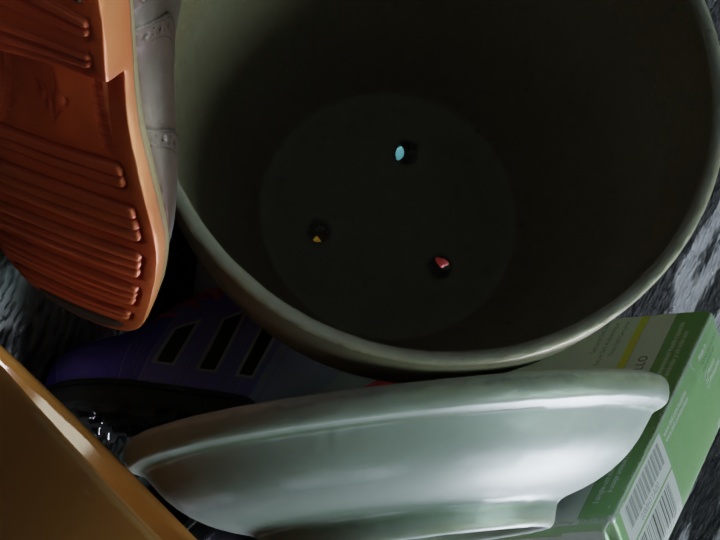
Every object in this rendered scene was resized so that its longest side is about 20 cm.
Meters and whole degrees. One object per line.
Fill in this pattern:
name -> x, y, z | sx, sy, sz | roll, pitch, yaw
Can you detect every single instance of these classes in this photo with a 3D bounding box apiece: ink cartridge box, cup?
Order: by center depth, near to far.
cup -> 0.019, -0.042, 0.909 | 0.201, 0.200, 0.143 | -57, 175, -19
ink cartridge box -> 0.042, 0.082, 1.047 | 0.146, 0.199, 0.048 | -56, 132, -49

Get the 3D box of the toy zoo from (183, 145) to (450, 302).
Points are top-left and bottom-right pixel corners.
toy zoo -> 0.000, 0.000, 1.055 | 0.199, 0.020, 0.132 | -25, 137, -25

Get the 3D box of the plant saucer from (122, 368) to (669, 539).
plant saucer -> 0.015, 0.075, 0.909 | 0.200, 0.199, 0.051 | 26, 57, -73

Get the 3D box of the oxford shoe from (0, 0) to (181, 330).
oxford shoe -> -0.077, -0.059, 0.775 | 0.073, 0.071, 0.201 | -58, 163, -36

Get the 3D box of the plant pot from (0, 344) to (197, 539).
plant pot -> -0.107, 0.131, 0.791 | 0.140, 0.200, 0.200 | -44, 161, -6

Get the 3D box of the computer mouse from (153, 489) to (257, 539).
computer mouse -> -0.076, 0.145, 1.122 | 0.200, 0.046, 0.141 | -57, 162, -22

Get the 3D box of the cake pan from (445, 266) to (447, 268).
cake pan -> 0.014, 0.082, 1.293 | 0.201, 0.037, 0.201 | -59, 167, -22

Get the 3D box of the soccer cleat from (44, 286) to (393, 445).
soccer cleat -> -0.042, 0.029, 0.978 | 0.199, 0.068, 0.074 | 1, 81, -42

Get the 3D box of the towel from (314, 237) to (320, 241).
towel -> -0.013, -0.003, 1.142 | 0.086, 0.018, 0.201 | -51, 160, -34
